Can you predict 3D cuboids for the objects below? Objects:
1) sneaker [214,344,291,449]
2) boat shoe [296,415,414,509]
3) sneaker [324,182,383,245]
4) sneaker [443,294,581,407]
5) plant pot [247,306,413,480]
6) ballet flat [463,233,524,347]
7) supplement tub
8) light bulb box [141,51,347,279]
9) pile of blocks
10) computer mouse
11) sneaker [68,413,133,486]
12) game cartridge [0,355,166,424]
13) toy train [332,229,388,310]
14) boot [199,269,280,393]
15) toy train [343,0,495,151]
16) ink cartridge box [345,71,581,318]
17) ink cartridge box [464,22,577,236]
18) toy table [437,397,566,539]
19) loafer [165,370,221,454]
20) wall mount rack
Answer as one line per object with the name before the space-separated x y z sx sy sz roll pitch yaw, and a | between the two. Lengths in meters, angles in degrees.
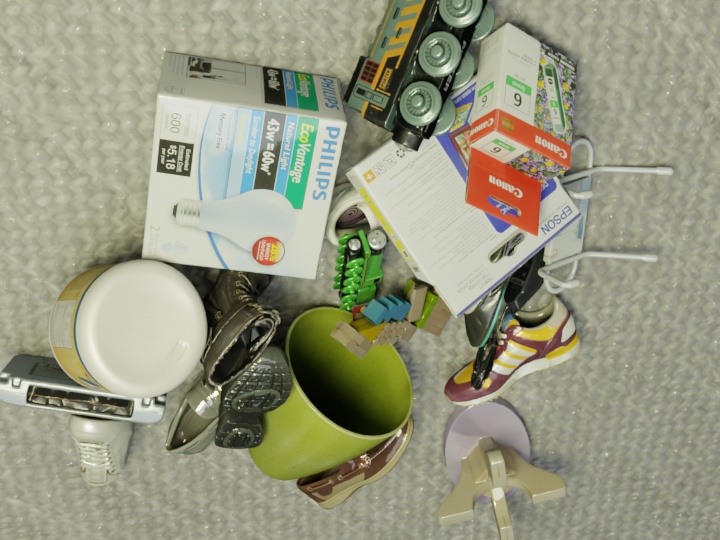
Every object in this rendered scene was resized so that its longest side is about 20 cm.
sneaker | -0.135 0.135 1.158 0.075 0.092 0.201 8 143 -21
boat shoe | -0.011 0.257 1.367 0.072 0.073 0.199 36 118 -28
sneaker | 0.043 -0.083 1.133 0.198 0.100 0.076 -28 111 9
sneaker | 0.191 0.103 1.300 0.198 0.075 0.091 -28 115 2
plant pot | -0.063 0.182 1.258 0.185 0.189 0.200 24 131 -22
ballet flat | 0.162 -0.001 1.232 0.067 0.068 0.202 21 108 -10
supplement tub | -0.270 0.065 1.105 0.143 0.199 0.148 2 87 -30
light bulb box | -0.130 -0.113 1.074 0.196 0.126 0.201 6 122 -11
pile of blocks | 0.036 0.047 1.214 0.198 0.062 0.083 -12 125 -44
computer mouse | 0.193 0.062 1.244 0.034 0.059 0.203 24 95 -12
sneaker | -0.321 0.226 1.224 0.071 0.086 0.200 8 165 1
game cartridge | -0.337 0.144 1.205 0.196 0.133 0.042 10 91 -11
toy train | 0.000 0.000 1.156 0.055 0.042 0.200 -17 163 -10
boot | -0.127 0.041 1.118 0.069 0.174 0.201 40 81 -25
toy train | 0.062 -0.230 1.022 0.113 0.085 0.203 25 98 20
ink cartridge box | 0.117 -0.086 1.093 0.197 0.047 0.201 -37 100 -14
ink cartridge box | 0.175 -0.152 1.053 0.108 0.203 0.050 21 155 -27
toy table | 0.188 0.291 1.389 0.181 0.118 0.202 -23 124 7
loafer | -0.191 0.168 1.271 0.069 0.070 0.201 -14 140 -57
wall mount rack | 0.296 -0.060 1.199 0.172 0.074 0.203 -17 122 -36
